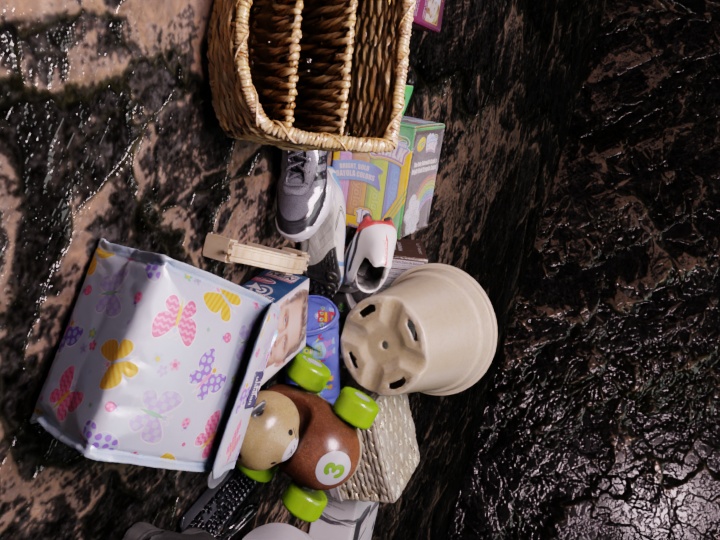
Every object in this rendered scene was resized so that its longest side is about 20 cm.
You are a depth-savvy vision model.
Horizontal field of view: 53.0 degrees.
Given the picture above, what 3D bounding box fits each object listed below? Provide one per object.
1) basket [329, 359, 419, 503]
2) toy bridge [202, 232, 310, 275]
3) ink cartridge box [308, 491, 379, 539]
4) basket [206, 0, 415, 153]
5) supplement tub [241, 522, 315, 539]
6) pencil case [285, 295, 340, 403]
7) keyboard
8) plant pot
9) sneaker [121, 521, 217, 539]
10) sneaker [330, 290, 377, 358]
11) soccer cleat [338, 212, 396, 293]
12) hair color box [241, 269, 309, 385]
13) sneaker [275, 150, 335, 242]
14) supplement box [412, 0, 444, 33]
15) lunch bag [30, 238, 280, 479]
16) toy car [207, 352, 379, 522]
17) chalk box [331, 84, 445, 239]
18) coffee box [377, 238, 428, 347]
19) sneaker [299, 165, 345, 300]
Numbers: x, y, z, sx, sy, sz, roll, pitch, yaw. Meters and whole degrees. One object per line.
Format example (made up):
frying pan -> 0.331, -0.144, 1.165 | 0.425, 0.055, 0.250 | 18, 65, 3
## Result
basket -> 0.011, 0.261, 1.174 | 0.136, 0.122, 0.202 | -43, 127, -54
toy bridge -> -0.104, -0.014, 0.839 | 0.200, 0.067, 0.028 | 8, 97, -70
ink cartridge box -> -0.026, 0.441, 1.321 | 0.145, 0.083, 0.202 | -5, 108, -67
basket -> -0.049, -0.218, 0.676 | 0.142, 0.148, 0.203 | 4, 95, -43
supplement tub -> -0.107, 0.462, 1.043 | 0.201, 0.143, 0.145 | 79, 33, -49
pencil case -> -0.072, 0.134, 1.010 | 0.078, 0.086, 0.202 | -119, -155, -54
keyboard -> -0.161, 0.301, 0.945 | 0.200, 0.039, 0.105 | -44, 143, -52
plant pot -> 0.070, 0.094, 1.025 | 0.183, 0.199, 0.203 | -6, 110, -60
sneaker -> -0.186, 0.320, 0.783 | 0.061, 0.103, 0.200 | -67, 150, -16
sneaker -> -0.009, 0.047, 1.142 | 0.202, 0.075, 0.115 | -64, 166, -7
soccer cleat -> 0.000, 0.000, 0.992 | 0.200, 0.068, 0.086 | 127, -34, -58
hair color box -> -0.132, 0.080, 0.839 | 0.200, 0.060, 0.101 | -41, 141, -57
sneaker -> -0.072, -0.141, 0.832 | 0.114, 0.075, 0.202 | 42, 59, -66
supplement box -> 0.037, -0.382, 0.902 | 0.200, 0.102, 0.133 | -20, 122, -64
lunch bag -> -0.156, 0.086, 0.646 | 0.200, 0.126, 0.171 | 33, 74, -52
toy car -> -0.096, 0.198, 0.846 | 0.165, 0.157, 0.200 | -60, 157, 4
chalk box -> 0.038, -0.163, 1.028 | 0.124, 0.123, 0.202 | -24, 125, -62
coffee box -> 0.057, 0.055, 1.231 | 0.115, 0.079, 0.202 | -96, -167, -72
sneaker -> -0.049, -0.045, 0.960 | 0.073, 0.071, 0.202 | -60, 158, -50
